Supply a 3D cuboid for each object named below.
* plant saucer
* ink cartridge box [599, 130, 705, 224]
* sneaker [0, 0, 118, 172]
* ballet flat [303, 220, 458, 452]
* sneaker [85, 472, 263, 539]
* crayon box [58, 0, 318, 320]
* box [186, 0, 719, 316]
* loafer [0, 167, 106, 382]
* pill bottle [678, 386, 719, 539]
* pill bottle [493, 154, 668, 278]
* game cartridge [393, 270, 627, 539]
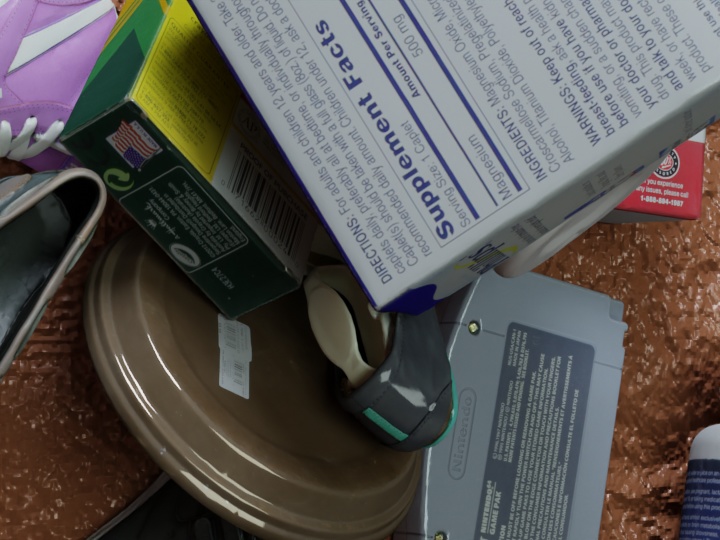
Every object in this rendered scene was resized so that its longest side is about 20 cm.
[{"bbox_3d":[-0.045,0.047,0.882,0.199,0.029,0.201,30,34,-22],"label":"plant saucer"},{"bbox_3d":[0.124,-0.135,1.036,0.143,0.083,0.203,6,86,-32],"label":"ink cartridge box"},{"bbox_3d":[-0.183,-0.069,0.846,0.200,0.072,0.115,-44,112,-27],"label":"sneaker"},{"bbox_3d":[0.000,0.000,0.900,0.073,0.073,0.201,19,40,-30],"label":"ballet flat"},{"bbox_3d":[-0.088,0.153,0.874,0.200,0.099,0.071,-48,113,-24],"label":"sneaker"},{"bbox_3d":[-0.065,-0.089,0.894,0.127,0.050,0.201,48,34,-26],"label":"crayon box"},{"bbox_3d":[0.049,-0.109,0.801,0.199,0.105,0.185,-33,83,7],"label":"box"},{"bbox_3d":[-0.175,0.024,0.765,0.072,0.063,0.201,46,49,-20],"label":"loafer"},{"bbox_3d":[0.248,0.156,1.083,0.110,0.111,0.202,14,79,-31],"label":"pill bottle"},{"bbox_3d":[0.056,-0.107,0.910,0.113,0.113,0.201,-32,80,-30],"label":"pill bottle"},{"bbox_3d":[0.084,0.101,1.027,0.132,0.041,0.202,16,79,-27],"label":"game cartridge"}]
